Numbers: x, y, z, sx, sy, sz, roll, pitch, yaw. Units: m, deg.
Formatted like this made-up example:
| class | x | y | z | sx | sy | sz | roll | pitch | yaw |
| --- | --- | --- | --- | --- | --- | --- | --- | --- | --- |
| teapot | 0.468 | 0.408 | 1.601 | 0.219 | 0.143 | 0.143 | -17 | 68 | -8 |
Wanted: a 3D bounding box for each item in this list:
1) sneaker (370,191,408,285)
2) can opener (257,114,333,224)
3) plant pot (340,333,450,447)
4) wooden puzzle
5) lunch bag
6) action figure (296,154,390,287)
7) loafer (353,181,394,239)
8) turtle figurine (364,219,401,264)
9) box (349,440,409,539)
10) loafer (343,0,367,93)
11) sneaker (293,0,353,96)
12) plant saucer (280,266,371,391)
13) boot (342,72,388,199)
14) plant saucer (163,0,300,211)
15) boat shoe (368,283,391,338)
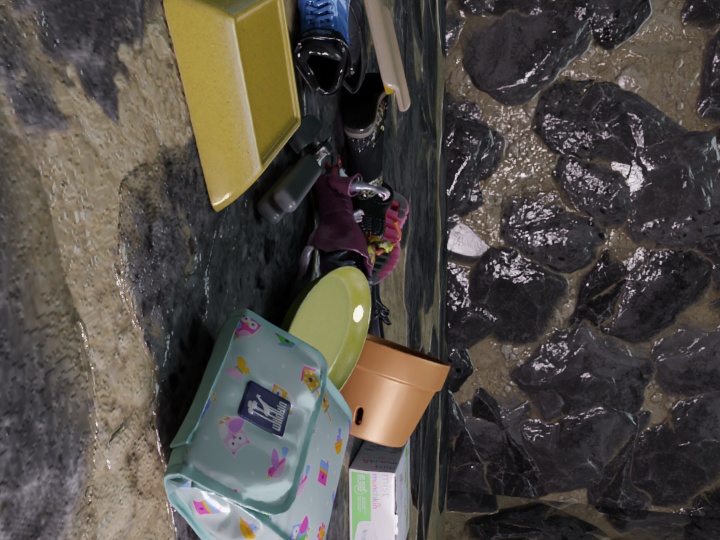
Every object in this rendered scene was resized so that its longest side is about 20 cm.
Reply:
| class | x | y | z | sx | sy | sz | roll | pitch | yaw |
| --- | --- | --- | --- | --- | --- | --- | --- | --- | --- |
| sneaker | 0.035 | -0.053 | 1.242 | 0.095 | 0.078 | 0.203 | -41 | -155 | 62 |
| can opener | -0.082 | -0.126 | 0.783 | 0.067 | 0.052 | 0.201 | 47 | 30 | -20 |
| plant pot | 0.026 | 0.181 | 0.994 | 0.200 | 0.197 | 0.143 | 25 | 83 | -76 |
| wooden puzzle | 0.035 | -0.359 | 1.013 | 0.200 | 0.037 | 0.189 | -20 | 97 | -78 |
| lunch bag | -0.092 | 0.158 | 0.587 | 0.202 | 0.120 | 0.172 | 67 | 28 | -43 |
| action figure | -0.039 | -0.072 | 0.912 | 0.134 | 0.146 | 0.203 | 119 | -38 | -59 |
| loafer | 0.009 | -0.102 | 1.155 | 0.071 | 0.072 | 0.202 | -56 | -169 | 37 |
| turtle figurine | 0.000 | 0.000 | 1.012 | 0.163 | 0.064 | 0.200 | -64 | -175 | -22 |
| box | 0.043 | 0.451 | 1.253 | 0.176 | 0.095 | 0.204 | -32 | 123 | -74 |
| loafer | -0.022 | -0.342 | 0.952 | 0.201 | 0.067 | 0.072 | 63 | 22 | -71 |
| sneaker | -0.048 | -0.326 | 0.818 | 0.112 | 0.075 | 0.202 | -88 | 177 | -49 |
| plant saucer | -0.052 | 0.088 | 0.824 | 0.200 | 0.031 | 0.203 | -39 | 139 | -45 |
| boot | 0.012 | -0.241 | 1.125 | 0.206 | 0.072 | 0.156 | -75 | 166 | -46 |
| plant saucer | -0.109 | -0.191 | 0.634 | 0.201 | 0.047 | 0.203 | -68 | 156 | -55 |
| boat shoe | 0.031 | 0.091 | 1.247 | 0.075 | 0.061 | 0.204 | 38 | 53 | -72 |
